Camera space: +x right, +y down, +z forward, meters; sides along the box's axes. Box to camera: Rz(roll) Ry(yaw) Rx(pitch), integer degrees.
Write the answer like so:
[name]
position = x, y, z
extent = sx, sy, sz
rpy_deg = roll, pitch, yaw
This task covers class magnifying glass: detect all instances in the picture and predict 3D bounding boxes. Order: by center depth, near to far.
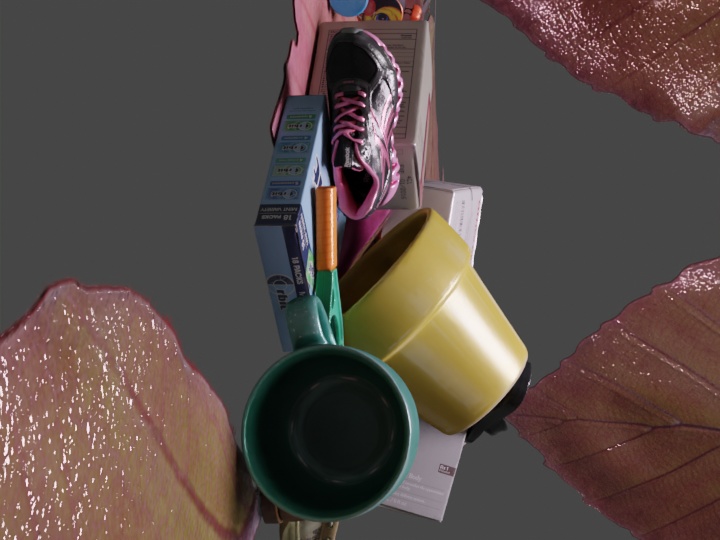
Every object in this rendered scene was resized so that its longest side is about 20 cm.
[magnifying glass]
position = -0.031, 0.019, 1.250
extent = 0.080, 0.022, 0.200
rpy_deg = -42, 131, -76

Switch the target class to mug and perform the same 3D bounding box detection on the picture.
[mug]
position = -0.018, 0.130, 1.171
extent = 0.114, 0.152, 0.185
rpy_deg = 35, 74, -80

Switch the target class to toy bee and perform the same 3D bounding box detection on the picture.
[toy bee]
position = 0.019, -0.338, 1.578
extent = 0.200, 0.108, 0.131
rpy_deg = 80, 11, -50

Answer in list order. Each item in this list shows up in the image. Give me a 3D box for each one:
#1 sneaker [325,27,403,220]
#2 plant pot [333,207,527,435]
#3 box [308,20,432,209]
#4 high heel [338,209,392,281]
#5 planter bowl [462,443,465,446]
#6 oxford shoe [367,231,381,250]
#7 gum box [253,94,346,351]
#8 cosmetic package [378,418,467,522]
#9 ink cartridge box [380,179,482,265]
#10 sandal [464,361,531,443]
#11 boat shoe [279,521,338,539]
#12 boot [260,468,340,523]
[sneaker]
position = -0.003, -0.141, 1.303
extent = 0.095, 0.079, 0.200
rpy_deg = -57, 145, -57
[plant pot]
position = 0.069, 0.068, 1.390
extent = 0.189, 0.201, 0.201
rpy_deg = 45, 20, -9
[box]
position = 0.011, -0.176, 1.464
extent = 0.109, 0.128, 0.200
rpy_deg = 81, 13, -51
[high heel]
position = 0.000, 0.000, 1.506
extent = 0.067, 0.096, 0.200
rpy_deg = -50, 139, -77
[planter bowl]
position = 0.051, 0.135, 1.639
extent = 0.135, 0.200, 0.200
rpy_deg = 50, 32, -34
[oxford shoe]
position = 0.010, 0.030, 1.697
extent = 0.071, 0.072, 0.200
rpy_deg = -124, -161, -44
[gum box]
position = -0.056, -0.048, 1.297
extent = 0.200, 0.044, 0.170
rpy_deg = -82, 168, -45
[cosmetic package]
position = 0.065, 0.179, 1.513
extent = 0.090, 0.107, 0.200
rpy_deg = 174, -69, -78
[ink cartridge box]
position = 0.086, -0.035, 1.595
extent = 0.200, 0.083, 0.147
rpy_deg = -16, 115, -75
[sandal]
position = 0.158, 0.158, 1.485
extent = 0.200, 0.048, 0.075
rpy_deg = 132, -23, -67
[boat shoe]
position = -0.042, 0.300, 1.353
extent = 0.200, 0.063, 0.073
rpy_deg = 81, 12, -51
[boot]
position = -0.045, 0.174, 1.293
extent = 0.200, 0.075, 0.074
rpy_deg = -80, 166, -53
